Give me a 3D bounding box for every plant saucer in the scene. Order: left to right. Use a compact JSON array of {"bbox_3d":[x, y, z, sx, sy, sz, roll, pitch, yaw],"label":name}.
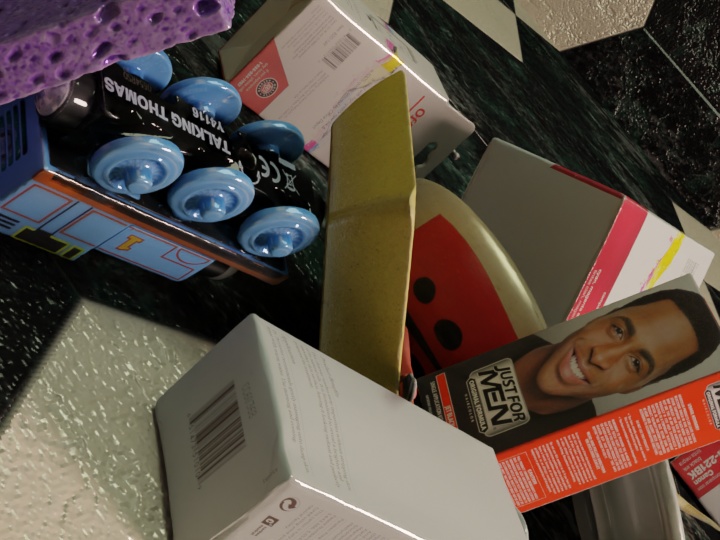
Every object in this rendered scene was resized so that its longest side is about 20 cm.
[{"bbox_3d":[0.000,0.000,0.784,0.048,0.201,0.200,3,29,-2],"label":"plant saucer"},{"bbox_3d":[0.185,0.170,0.904,0.200,0.050,0.201,169,-90,-90],"label":"plant saucer"}]

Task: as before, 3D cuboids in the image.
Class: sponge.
[{"bbox_3d":[-0.155,-0.113,0.603,0.112,0.199,0.030,-94,165,-62],"label":"sponge"}]

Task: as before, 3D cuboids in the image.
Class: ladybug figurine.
[{"bbox_3d":[0.067,0.028,0.921,0.072,0.136,0.200,-29,77,-24],"label":"ladybug figurine"}]

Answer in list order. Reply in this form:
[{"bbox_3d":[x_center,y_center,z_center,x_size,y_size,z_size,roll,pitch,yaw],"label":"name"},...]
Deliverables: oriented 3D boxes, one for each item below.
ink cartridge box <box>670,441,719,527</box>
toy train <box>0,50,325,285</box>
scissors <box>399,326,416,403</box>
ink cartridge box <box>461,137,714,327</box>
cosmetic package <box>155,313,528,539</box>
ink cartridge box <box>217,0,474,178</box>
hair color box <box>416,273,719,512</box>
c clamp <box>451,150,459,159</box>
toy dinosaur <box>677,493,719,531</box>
[{"bbox_3d":[0.421,0.245,1.279,0.200,0.084,0.144,54,20,17],"label":"ink cartridge box"},{"bbox_3d":[-0.108,-0.049,0.681,0.200,0.114,0.087,25,46,-48],"label":"toy train"},{"bbox_3d":[0.029,0.079,0.752,0.200,0.014,0.074,-111,-159,-84],"label":"scissors"},{"bbox_3d":[0.183,0.000,1.089,0.145,0.145,0.200,29,6,39],"label":"ink cartridge box"},{"bbox_3d":[-0.001,0.120,0.650,0.200,0.081,0.113,35,24,-35],"label":"cosmetic package"},{"bbox_3d":[-0.009,-0.154,1.076,0.200,0.116,0.068,36,23,-34],"label":"ink cartridge box"},{"bbox_3d":[0.143,0.086,0.823,0.102,0.199,0.061,-101,168,-55],"label":"hair color box"},{"bbox_3d":[0.026,-0.202,1.362,0.171,0.027,0.200,56,21,18],"label":"c clamp"},{"bbox_3d":[0.233,0.158,1.123,0.200,0.058,0.101,40,35,-1],"label":"toy dinosaur"}]
